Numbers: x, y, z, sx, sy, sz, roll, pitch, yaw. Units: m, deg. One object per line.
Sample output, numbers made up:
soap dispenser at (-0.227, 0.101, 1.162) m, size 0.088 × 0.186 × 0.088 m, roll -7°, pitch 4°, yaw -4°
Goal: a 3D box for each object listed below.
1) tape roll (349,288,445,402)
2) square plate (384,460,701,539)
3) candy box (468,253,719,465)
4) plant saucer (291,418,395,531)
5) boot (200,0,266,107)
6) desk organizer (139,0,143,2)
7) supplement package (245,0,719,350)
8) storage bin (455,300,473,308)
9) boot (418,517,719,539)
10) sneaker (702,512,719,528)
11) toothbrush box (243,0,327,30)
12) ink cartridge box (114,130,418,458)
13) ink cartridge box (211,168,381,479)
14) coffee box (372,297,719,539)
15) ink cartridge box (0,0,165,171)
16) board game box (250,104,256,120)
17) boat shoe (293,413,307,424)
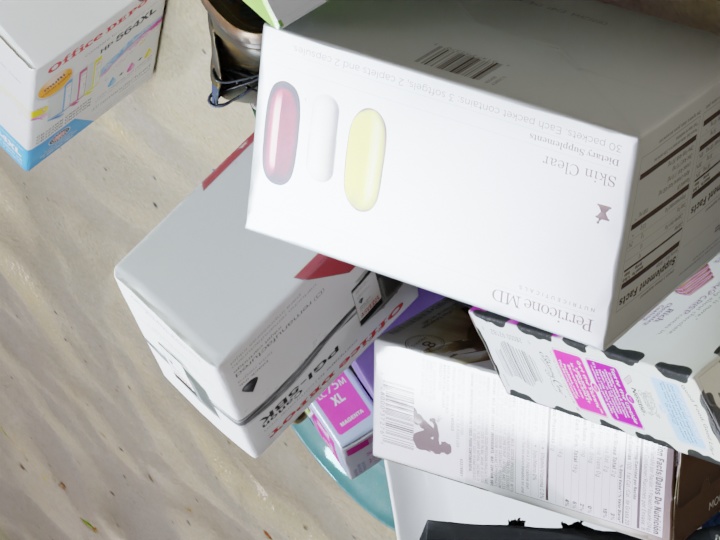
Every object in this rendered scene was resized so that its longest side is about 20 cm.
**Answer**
tape roll at (0.000, 0.000, 1.722) m, size 0.200 × 0.085 × 0.200 m, roll 57°, pitch 175°, yaw 7°
square plate at (0.117, 0.173, 1.654) m, size 0.197 × 0.028 × 0.200 m, roll 10°, pitch 139°, yaw 17°
candy box at (0.169, 0.023, 1.395) m, size 0.200 × 0.136 × 0.061 m, roll 16°, pitch 138°, yaw 58°
plant saucer at (0.000, 0.117, 2.067) m, size 0.200 × 0.036 × 0.200 m, roll 43°, pitch 158°, yaw 22°
boot at (-0.047, -0.120, 1.411) m, size 0.200 × 0.074 × 0.097 m, roll -104°, pitch 7°, yaw -67°
desk organizer at (-0.148, -0.270, 1.658) m, size 0.072 × 0.077 × 0.200 m, roll 36°, pitch 155°, yaw 35°
supplement package at (0.069, -0.064, 1.311) m, size 0.199 × 0.156 × 0.111 m, roll 18°, pitch 118°, yaw 24°
storage bin at (0.049, -0.086, 1.531) m, size 0.135 × 0.094 × 0.200 m, roll 27°, pitch 148°, yaw 48°
boot at (0.129, 0.190, 1.545) m, size 0.165 × 0.199 × 0.066 m, roll 90°, pitch 176°, yaw -57°
sneaker at (0.151, 0.120, 1.650) m, size 0.200 × 0.077 × 0.111 m, roll 53°, pitch -172°, yaw 11°
toothbrush box at (-0.025, -0.211, 1.327) m, size 0.086 × 0.145 × 0.200 m, roll 61°, pitch 173°, yaw -26°
ink cartridge box at (-0.047, 0.007, 1.502) m, size 0.083 × 0.147 × 0.200 m, roll 42°, pitch 170°, yaw 15°
ink cartridge box at (-0.050, 0.037, 1.744) m, size 0.200 × 0.042 × 0.119 m, roll 58°, pitch 175°, yaw 13°
coffee box at (0.120, 0.077, 1.528) m, size 0.200 × 0.113 × 0.080 m, roll 14°, pitch 116°, yaw 31°
ink cartridge box at (-0.225, -0.186, 1.891) m, size 0.125 × 0.128 × 0.200 m, roll 47°, pitch 160°, yaw 9°
board game box at (-0.045, -0.185, 1.545) m, size 0.023 × 0.105 × 0.200 m, roll 28°, pitch 151°, yaw 40°
boat shoe at (-0.033, 0.040, 1.932) m, size 0.065 × 0.071 × 0.200 m, roll 44°, pitch 147°, yaw 13°
